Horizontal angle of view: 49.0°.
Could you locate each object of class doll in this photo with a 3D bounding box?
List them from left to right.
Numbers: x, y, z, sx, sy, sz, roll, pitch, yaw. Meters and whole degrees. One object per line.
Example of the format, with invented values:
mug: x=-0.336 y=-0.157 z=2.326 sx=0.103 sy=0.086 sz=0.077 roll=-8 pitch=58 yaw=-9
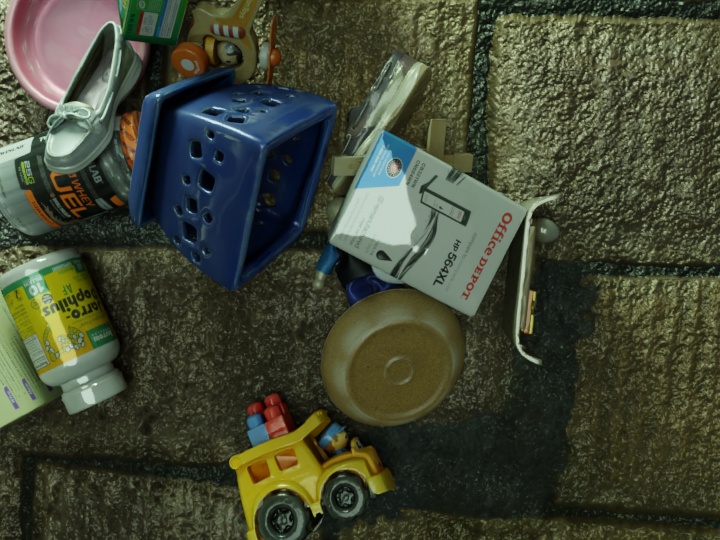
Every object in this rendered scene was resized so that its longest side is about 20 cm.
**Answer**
doll: x=0.000 y=0.000 z=1.051 sx=0.134 sy=0.048 sz=0.203 roll=-19 pitch=92 yaw=-7

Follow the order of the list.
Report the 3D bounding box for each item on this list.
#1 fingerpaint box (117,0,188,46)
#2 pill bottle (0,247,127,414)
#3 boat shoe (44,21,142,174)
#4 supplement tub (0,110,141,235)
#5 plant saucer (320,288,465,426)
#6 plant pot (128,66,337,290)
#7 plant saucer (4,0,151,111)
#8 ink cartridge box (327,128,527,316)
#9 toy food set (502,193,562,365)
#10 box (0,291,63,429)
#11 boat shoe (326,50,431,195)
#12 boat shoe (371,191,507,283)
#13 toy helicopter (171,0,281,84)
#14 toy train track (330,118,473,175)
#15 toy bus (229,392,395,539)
fingerpaint box: x=-0.244 y=-0.404 z=0.938 sx=0.072 sy=0.200 sz=0.169 roll=-1 pitch=60 yaw=-27
pill bottle: x=-0.392 y=0.083 z=1.060 sx=0.111 sy=0.113 sz=0.203 roll=-23 pitch=92 yaw=6
boat shoe: x=-0.330 y=-0.208 z=0.959 sx=0.073 sy=0.065 sz=0.205 roll=12 pitch=63 yaw=17
supplement tub: x=-0.366 y=-0.131 z=1.035 sx=0.197 sy=0.123 sz=0.125 roll=-18 pitch=93 yaw=6
plant saucer: x=0.048 y=0.124 z=1.029 sx=0.196 sy=0.036 sz=0.204 roll=-4 pitch=112 yaw=-10
plant pot: x=-0.162 y=-0.127 z=0.963 sx=0.177 sy=0.200 sz=0.202 roll=25 pitch=122 yaw=10
plant saucer: x=-0.372 y=-0.309 z=1.057 sx=0.196 sy=0.051 sz=0.205 roll=0 pitch=94 yaw=4
ink cartridge box: x=0.078 y=-0.058 z=0.951 sx=0.197 sy=0.084 sz=0.148 roll=26 pitch=97 yaw=-8
toy food set: x=0.220 y=0.007 z=0.989 sx=0.059 sy=0.144 sz=0.204 roll=5 pitch=95 yaw=4
box: x=-0.507 y=0.130 z=1.030 sx=0.096 sy=0.200 sz=0.178 roll=-30 pitch=93 yaw=6
boat shoe: x=0.014 y=-0.192 z=1.030 sx=0.065 sy=0.072 sz=0.201 roll=39 pitch=103 yaw=15
boat shoe: x=0.104 y=-0.043 z=1.029 sx=0.197 sy=0.057 sz=0.070 roll=-25 pitch=101 yaw=0
toy helicopter: x=-0.144 y=-0.302 z=0.989 sx=0.131 sy=0.080 sz=0.200 roll=29 pitch=141 yaw=-14
toy train track: x=0.052 y=-0.138 z=1.012 sx=0.196 sy=0.032 sz=0.117 roll=-5 pitch=111 yaw=-24
toy bus: x=-0.073 y=0.250 z=1.052 sx=0.197 sy=0.136 sz=0.195 roll=-23 pitch=77 yaw=4
